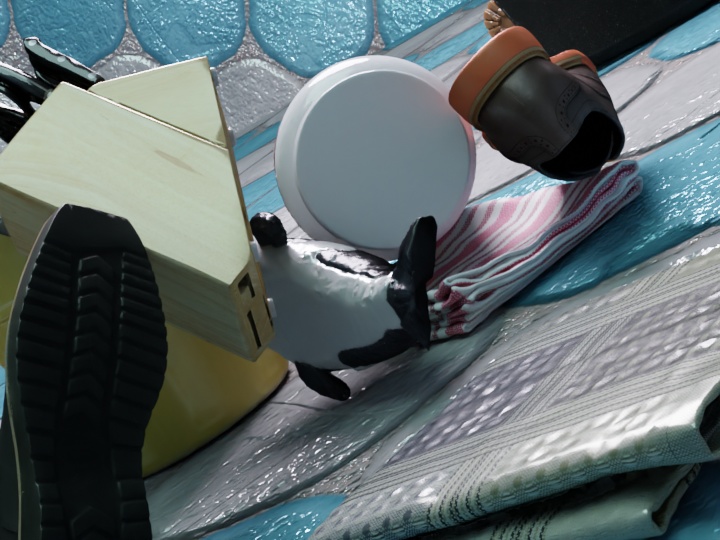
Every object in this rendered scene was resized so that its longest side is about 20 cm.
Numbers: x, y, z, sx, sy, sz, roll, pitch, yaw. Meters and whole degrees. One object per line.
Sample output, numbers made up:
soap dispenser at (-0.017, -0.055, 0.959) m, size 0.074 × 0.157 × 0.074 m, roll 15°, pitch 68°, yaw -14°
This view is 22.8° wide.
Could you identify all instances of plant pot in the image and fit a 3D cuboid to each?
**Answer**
plant pot at (0.186, -0.271, 1.484) m, size 0.177 × 0.200 × 0.200 m, roll -42°, pitch 8°, yaw 8°
plant pot at (-0.144, 0.013, 1.064) m, size 0.200 × 0.190 × 0.201 m, roll -30°, pitch 9°, yaw 5°

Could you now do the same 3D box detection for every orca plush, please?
orca plush at (0.000, 0.000, 0.910) m, size 0.071 × 0.106 × 0.200 m, roll -31°, pitch -1°, yaw -26°

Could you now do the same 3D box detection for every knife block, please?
knife block at (-0.144, -0.032, 0.888) m, size 0.174 × 0.064 × 0.201 m, roll -16°, pitch 52°, yaw -1°

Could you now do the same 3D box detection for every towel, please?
towel at (0.056, -0.007, 1.015) m, size 0.146 × 0.030 × 0.199 m, roll -36°, pitch 10°, yaw -27°
towel at (0.091, 0.048, 0.655) m, size 0.199 × 0.035 × 0.192 m, roll -26°, pitch 8°, yaw 43°

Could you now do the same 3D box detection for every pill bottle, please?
pill bottle at (0.006, -0.064, 1.034) m, size 0.115 × 0.117 × 0.200 m, roll -32°, pitch 4°, yaw 0°

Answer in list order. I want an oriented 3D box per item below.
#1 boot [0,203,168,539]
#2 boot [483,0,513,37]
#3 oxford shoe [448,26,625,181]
boot at (-0.155, 0.082, 0.819) m, size 0.077 × 0.202 × 0.138 m, roll 16°, pitch -26°, yaw -33°
boot at (0.222, -0.302, 1.832) m, size 0.107 × 0.076 × 0.199 m, roll -34°, pitch 7°, yaw -39°
oxford shoe at (0.107, -0.074, 0.962) m, size 0.071 × 0.073 × 0.200 m, roll -48°, pitch -16°, yaw 15°
